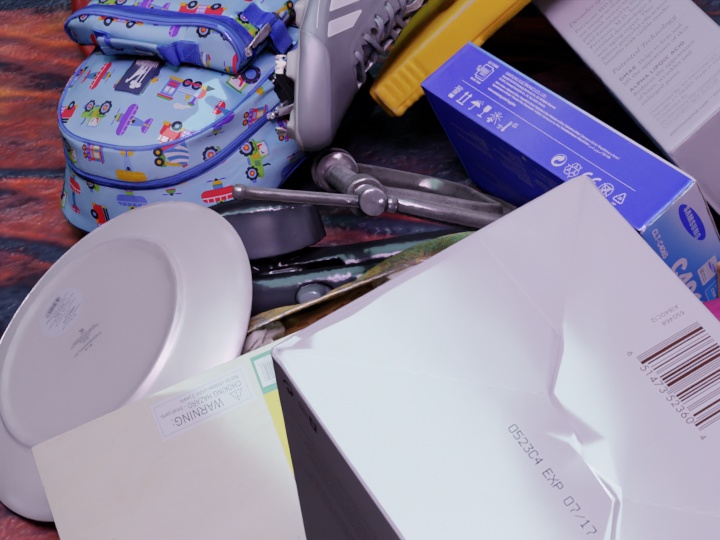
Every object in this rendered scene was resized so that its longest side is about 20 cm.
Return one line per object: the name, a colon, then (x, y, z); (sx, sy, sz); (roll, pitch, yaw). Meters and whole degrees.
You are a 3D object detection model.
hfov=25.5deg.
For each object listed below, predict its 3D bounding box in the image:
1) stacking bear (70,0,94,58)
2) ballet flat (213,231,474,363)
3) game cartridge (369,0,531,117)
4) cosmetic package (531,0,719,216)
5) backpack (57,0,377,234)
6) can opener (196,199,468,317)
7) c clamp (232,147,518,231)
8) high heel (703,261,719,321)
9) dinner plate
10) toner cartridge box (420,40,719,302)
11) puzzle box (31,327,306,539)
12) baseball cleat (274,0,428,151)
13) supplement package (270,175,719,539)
stacking bear: (-0.115, -0.238, 1.200); (0.200, 0.122, 0.113); (-32, 39, -29)
ballet flat: (0.001, 0.036, 0.864); (0.199, 0.071, 0.071); (-21, 40, 0)
game cartridge: (0.094, -0.190, 1.015); (0.200, 0.032, 0.176); (-42, 11, 26)
cosmetic package: (0.185, -0.116, 0.945); (0.074, 0.102, 0.200); (-43, 38, 9)
backpack: (-0.113, -0.112, 1.031); (0.182, 0.135, 0.200); (17, 52, 34)
can opener: (0.000, 0.000, 0.918); (0.199, 0.079, 0.064); (-1, 33, 4)
c clamp: (0.017, -0.046, 0.892); (0.170, 0.027, 0.200); (9, 7, -4)
high heel: (0.181, 0.053, 0.788); (0.200, 0.068, 0.096); (-40, 43, -25)
dinner plate: (-0.145, 0.043, 0.887); (0.199, 0.024, 0.201); (-23, 47, 26)
toner cartridge box: (0.120, -0.050, 0.902); (0.043, 0.095, 0.200); (-42, 45, -7)
puzzle box: (-0.047, 0.109, 0.772); (0.199, 0.025, 0.134); (-23, 70, 1)
baseball cleat: (0.012, -0.161, 0.955); (0.106, 0.070, 0.201); (7, 69, 5)
supplement package: (0.081, 0.115, 0.613); (0.147, 0.200, 0.192); (-28, 58, -15)
